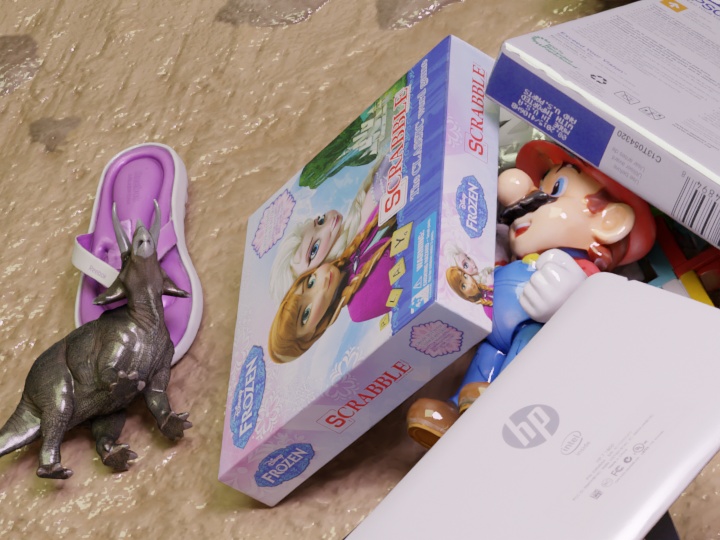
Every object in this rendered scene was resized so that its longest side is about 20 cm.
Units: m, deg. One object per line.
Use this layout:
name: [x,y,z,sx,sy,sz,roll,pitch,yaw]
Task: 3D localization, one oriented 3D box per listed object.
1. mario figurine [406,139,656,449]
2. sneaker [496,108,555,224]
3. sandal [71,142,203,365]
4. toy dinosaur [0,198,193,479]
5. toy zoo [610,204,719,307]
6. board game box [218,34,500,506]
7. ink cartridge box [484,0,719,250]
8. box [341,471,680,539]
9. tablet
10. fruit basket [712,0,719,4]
mario figurine: [0.081,0.001,1.486,0.123,0.106,0.200,9,56,28]
sneaker: [0.082,-0.037,1.607,0.200,0.076,0.116,-19,41,23]
sandal: [-0.145,-0.013,1.713,0.082,0.050,0.203,-20,41,10]
toy dinosaur: [-0.155,0.065,1.622,0.200,0.077,0.102,-48,36,25]
toy zoo: [0.174,0.007,1.516,0.131,0.020,0.200,-31,33,5]
board game box: [0.000,0.000,1.536,0.199,0.041,0.200,-41,31,38]
ink cartridge box: [0.199,-0.080,1.525,0.196,0.043,0.200,35,30,25]
box: [0.056,0.185,1.306,0.200,0.149,0.107,-41,41,-19]
tablet: [0.095,0.082,1.273,0.130,0.014,0.200,21,56,42]
fruit basket: [0.236,-0.224,1.736,0.200,0.094,0.185,15,52,19]
